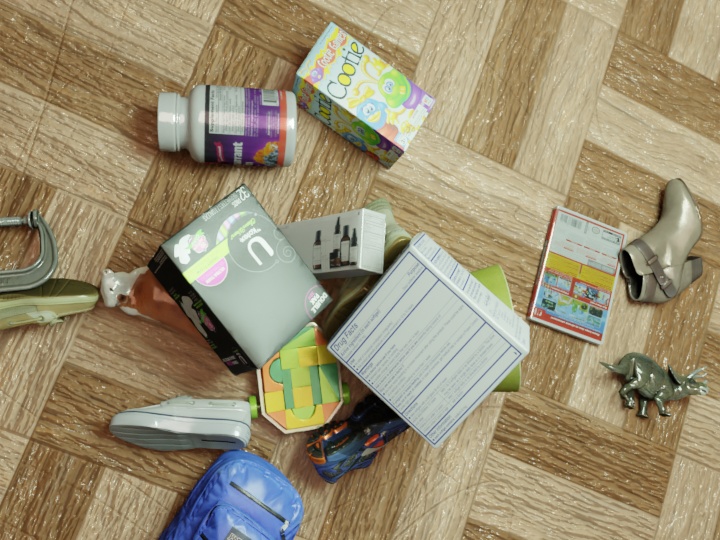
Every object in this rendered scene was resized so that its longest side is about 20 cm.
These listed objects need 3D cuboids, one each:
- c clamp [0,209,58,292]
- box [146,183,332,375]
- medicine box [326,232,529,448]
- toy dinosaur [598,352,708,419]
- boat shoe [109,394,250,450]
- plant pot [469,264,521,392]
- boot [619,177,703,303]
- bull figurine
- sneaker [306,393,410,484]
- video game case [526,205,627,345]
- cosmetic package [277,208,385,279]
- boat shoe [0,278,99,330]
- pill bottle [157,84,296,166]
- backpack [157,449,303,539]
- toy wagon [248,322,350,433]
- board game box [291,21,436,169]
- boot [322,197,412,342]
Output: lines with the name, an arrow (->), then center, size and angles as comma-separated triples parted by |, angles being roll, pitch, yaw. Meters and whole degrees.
c clamp -> -0.520, -0.046, 0.926 | 0.196, 0.027, 0.174 | 0, 63, -16
box -> -0.165, 0.017, 0.919 | 0.148, 0.124, 0.201 | -41, 98, -27
medicine box -> 0.090, 0.088, 0.882 | 0.199, 0.103, 0.183 | 42, 110, 4
toy dinosaur -> 0.477, 0.184, 1.130 | 0.197, 0.077, 0.104 | 24, 67, -4
boat shoe -> -0.252, 0.214, 0.962 | 0.195, 0.074, 0.068 | 7, 48, -4
plant pot -> 0.123, 0.100, 1.012 | 0.196, 0.187, 0.191 | -8, 84, 4
boot -> 0.511, -0.046, 1.157 | 0.143, 0.070, 0.204 | -13, 88, -15
bull figurine -> -0.272, 0.032, 0.974 | 0.198, 0.065, 0.123 | 30, 71, -12
sneaker -> 0.009, 0.249, 1.014 | 0.197, 0.075, 0.080 | -21, 124, -23
video game case -> 0.370, 0.008, 1.146 | 0.140, 0.017, 0.204 | 19, 79, -10
cosmetic package -> -0.050, -0.033, 0.966 | 0.050, 0.198, 0.084 | 13, 77, -42
boat shoe -> -0.463, 0.056, 0.931 | 0.196, 0.073, 0.064 | -7, 111, -15
pill bottle -> -0.197, -0.215, 0.999 | 0.196, 0.111, 0.114 | 1, 83, -12
backpack -> -0.167, 0.358, 0.908 | 0.162, 0.167, 0.202 | 39, 73, -12
toy wagon -> -0.098, 0.137, 1.014 | 0.152, 0.040, 0.205 | -6, 84, -14
board game box -> 0.001, -0.268, 1.054 | 0.198, 0.105, 0.104 | 34, 78, -6
boot -> 0.000, 0.000, 1.013 | 0.071, 0.155, 0.201 | 26, 111, -29
